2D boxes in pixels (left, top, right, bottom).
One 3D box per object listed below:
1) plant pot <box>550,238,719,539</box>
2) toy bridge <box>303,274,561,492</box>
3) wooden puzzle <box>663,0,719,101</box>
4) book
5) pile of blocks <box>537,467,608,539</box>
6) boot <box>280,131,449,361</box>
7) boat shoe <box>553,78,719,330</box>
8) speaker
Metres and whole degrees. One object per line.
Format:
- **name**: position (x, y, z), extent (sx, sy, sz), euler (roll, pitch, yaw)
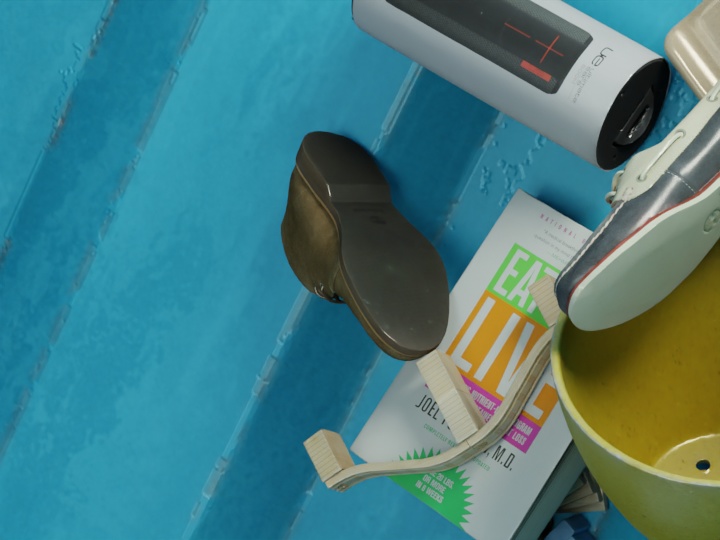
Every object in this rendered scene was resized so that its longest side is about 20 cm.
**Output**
- **plant pot**: position (0.214, 0.094, 1.541), extent (0.200, 0.200, 0.142), euler (24, 143, 28)
- **toy bridge**: position (0.060, 0.082, 1.621), extent (0.200, 0.027, 0.067), euler (-35, 64, 16)
- **wooden puzzle**: position (0.304, -0.130, 1.545), extent (0.200, 0.037, 0.185), euler (-42, 73, 23)
- **book**: position (0.099, 0.065, 1.646), extent (0.133, 0.048, 0.200), euler (32, 91, 31)
- **pile of blocks**: position (0.111, 0.167, 1.673), extent (0.082, 0.062, 0.201), euler (-10, 90, 32)
- **boot**: position (0.000, 0.000, 1.700), extent (0.076, 0.073, 0.200), euler (-63, 35, 32)
- **boat shoe**: position (0.181, -0.045, 1.517), extent (0.200, 0.071, 0.063), euler (-42, 59, -13)
- **speaker**: position (0.095, -0.142, 1.644), extent (0.200, 0.081, 0.081), euler (33, 111, 25)
